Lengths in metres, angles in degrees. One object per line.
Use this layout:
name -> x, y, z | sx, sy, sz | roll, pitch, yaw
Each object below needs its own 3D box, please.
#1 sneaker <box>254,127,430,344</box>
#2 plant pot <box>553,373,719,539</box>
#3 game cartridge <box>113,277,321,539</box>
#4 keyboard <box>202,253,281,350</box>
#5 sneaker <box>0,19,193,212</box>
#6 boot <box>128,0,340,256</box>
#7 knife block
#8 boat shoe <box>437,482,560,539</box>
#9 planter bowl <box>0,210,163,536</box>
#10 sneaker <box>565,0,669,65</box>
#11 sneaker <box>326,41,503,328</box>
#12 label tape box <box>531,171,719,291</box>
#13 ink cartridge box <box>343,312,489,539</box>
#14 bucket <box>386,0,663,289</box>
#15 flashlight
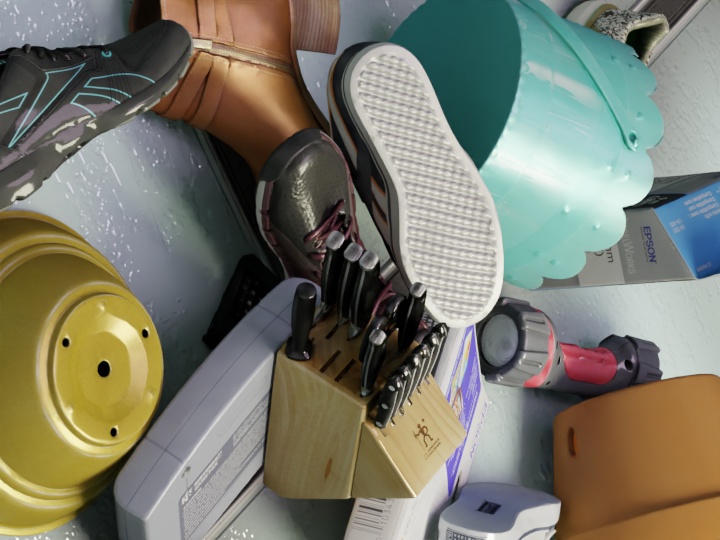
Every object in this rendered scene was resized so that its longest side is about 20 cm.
sneaker -> 0.000, 0.000, 1.564 | 0.076, 0.115, 0.201 | -40, 146, -21
plant pot -> 0.232, 0.165, 1.862 | 0.199, 0.199, 0.141 | 0, 72, -49
game cartridge -> -0.088, 0.101, 1.530 | 0.200, 0.041, 0.133 | -50, 165, -28
keyboard -> -0.031, 0.083, 1.668 | 0.200, 0.039, 0.105 | 45, 55, -36
sneaker -> -0.184, -0.110, 1.468 | 0.200, 0.075, 0.080 | -39, 106, -32
boot -> -0.090, -0.105, 1.602 | 0.154, 0.073, 0.202 | 0, 89, -41
knife block -> -0.020, 0.060, 1.519 | 0.064, 0.199, 0.176 | -46, 114, -33
boat shoe -> 0.098, 0.212, 1.761 | 0.202, 0.074, 0.087 | -21, 122, -74
planter bowl -> -0.180, 0.061, 1.463 | 0.200, 0.083, 0.202 | 5, 83, -49
sneaker -> 0.189, -0.141, 1.903 | 0.077, 0.088, 0.201 | 46, 55, -37
sneaker -> 0.036, -0.061, 1.599 | 0.078, 0.079, 0.201 | -24, 107, -14
label tape box -> 0.243, -0.034, 1.872 | 0.143, 0.199, 0.067 | -21, 101, -48
ink cartridge box -> 0.044, 0.142, 1.719 | 0.200, 0.043, 0.200 | 74, 31, -63
bucket -> 0.100, -0.101, 1.717 | 0.134, 0.206, 0.209 | 24, 69, -37
flashlight -> 0.165, 0.065, 1.875 | 0.199, 0.067, 0.069 | 10, 78, -47
